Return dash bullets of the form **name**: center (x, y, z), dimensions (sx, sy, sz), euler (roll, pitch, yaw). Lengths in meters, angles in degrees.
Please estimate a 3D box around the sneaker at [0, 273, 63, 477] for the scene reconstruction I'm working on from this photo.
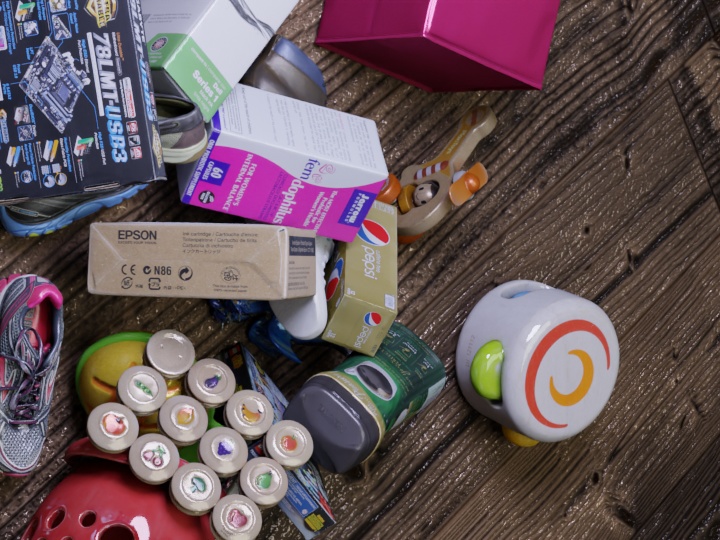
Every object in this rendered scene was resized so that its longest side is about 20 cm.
- **sneaker**: center (-0.335, 0.104, 1.579), dimensions (0.080, 0.075, 0.201), euler (0, 94, -39)

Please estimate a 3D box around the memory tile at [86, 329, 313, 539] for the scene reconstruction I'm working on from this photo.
- **memory tile**: center (-0.153, 0.161, 1.561), dimensions (0.200, 0.017, 0.153), euler (37, 55, 1)

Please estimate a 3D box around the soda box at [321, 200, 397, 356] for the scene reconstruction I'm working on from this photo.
- **soda box**: center (0.000, 0.000, 1.770), dimensions (0.064, 0.200, 0.068), euler (20, 125, -12)

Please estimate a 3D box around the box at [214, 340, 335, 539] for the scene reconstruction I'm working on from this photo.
- **box**: center (-0.093, 0.179, 1.712), dimensions (0.040, 0.200, 0.137), euler (-32, 119, 5)

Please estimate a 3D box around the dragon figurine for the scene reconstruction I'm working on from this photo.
- **dragon figurine**: center (-0.086, 0.067, 1.790), dimensions (0.200, 0.059, 0.100), euler (51, 63, -30)

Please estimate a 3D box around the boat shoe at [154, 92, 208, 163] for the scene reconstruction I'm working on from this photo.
- **boat shoe**: center (-0.247, -0.156, 1.569), dimensions (0.072, 0.200, 0.066), euler (-76, 174, -48)

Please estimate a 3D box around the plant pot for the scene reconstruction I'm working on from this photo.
- **plant pot**: center (-0.235, 0.276, 1.601), dimensions (0.200, 0.200, 0.183), euler (36, 63, -35)

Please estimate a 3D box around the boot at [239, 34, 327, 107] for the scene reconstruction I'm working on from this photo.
- **boot**: center (-0.049, -0.177, 1.792), dimensions (0.200, 0.075, 0.097), euler (34, 75, -34)

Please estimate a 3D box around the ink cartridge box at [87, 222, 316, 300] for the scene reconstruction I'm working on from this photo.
- **ink cartridge box**: center (-0.154, -0.010, 1.605), dimensions (0.165, 0.199, 0.075), euler (-10, 101, -82)

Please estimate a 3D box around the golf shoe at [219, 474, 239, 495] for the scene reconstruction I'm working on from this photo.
- **golf shoe**: center (-0.158, 0.269, 1.744), dimensions (0.092, 0.073, 0.201), euler (28, 86, -43)

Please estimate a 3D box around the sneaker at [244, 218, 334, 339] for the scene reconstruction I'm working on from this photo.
- **sneaker**: center (-0.060, -0.014, 1.747), dimensions (0.088, 0.075, 0.200), euler (10, 51, -43)

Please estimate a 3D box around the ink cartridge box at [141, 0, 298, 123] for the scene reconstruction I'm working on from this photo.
- **ink cartridge box**: center (-0.164, -0.253, 1.644), dimensions (0.200, 0.146, 0.084), euler (-55, 127, -21)

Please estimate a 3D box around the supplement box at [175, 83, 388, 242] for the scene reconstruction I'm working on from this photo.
- **supplement box**: center (-0.085, -0.117, 1.693), dimensions (0.199, 0.104, 0.101), euler (12, 127, -22)

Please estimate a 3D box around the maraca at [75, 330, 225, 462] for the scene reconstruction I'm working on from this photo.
- **maraca**: center (-0.211, 0.142, 1.657), dimensions (0.200, 0.137, 0.107), euler (59, 22, -30)

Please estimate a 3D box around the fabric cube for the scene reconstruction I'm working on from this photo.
- **fabric cube**: center (0.097, -0.326, 1.819), dimensions (0.196, 0.200, 0.200), euler (18, 82, -40)

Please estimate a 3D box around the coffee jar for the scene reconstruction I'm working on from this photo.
- **coffee jar**: center (0.004, 0.137, 1.730), dimensions (0.104, 0.085, 0.200), euler (43, 35, 10)

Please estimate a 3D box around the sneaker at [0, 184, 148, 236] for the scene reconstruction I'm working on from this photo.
- **sneaker**: center (-0.277, -0.104, 1.612), dimensions (0.199, 0.071, 0.083), euler (-30, 118, -31)

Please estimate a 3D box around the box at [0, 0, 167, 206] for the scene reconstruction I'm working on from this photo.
- **box**: center (-0.296, -0.168, 1.516), dimensions (0.050, 0.198, 0.201), euler (-36, 117, -82)

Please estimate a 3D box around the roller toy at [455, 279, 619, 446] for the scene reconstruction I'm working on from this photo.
- **roller toy**: center (0.217, 0.111, 1.990), dimensions (0.183, 0.140, 0.200), euler (-50, 125, -12)

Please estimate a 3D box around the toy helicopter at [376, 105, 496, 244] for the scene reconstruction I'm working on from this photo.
- **toy helicopter**: center (0.104, -0.120, 1.884), dimensions (0.079, 0.132, 0.200), euler (50, 63, -30)
